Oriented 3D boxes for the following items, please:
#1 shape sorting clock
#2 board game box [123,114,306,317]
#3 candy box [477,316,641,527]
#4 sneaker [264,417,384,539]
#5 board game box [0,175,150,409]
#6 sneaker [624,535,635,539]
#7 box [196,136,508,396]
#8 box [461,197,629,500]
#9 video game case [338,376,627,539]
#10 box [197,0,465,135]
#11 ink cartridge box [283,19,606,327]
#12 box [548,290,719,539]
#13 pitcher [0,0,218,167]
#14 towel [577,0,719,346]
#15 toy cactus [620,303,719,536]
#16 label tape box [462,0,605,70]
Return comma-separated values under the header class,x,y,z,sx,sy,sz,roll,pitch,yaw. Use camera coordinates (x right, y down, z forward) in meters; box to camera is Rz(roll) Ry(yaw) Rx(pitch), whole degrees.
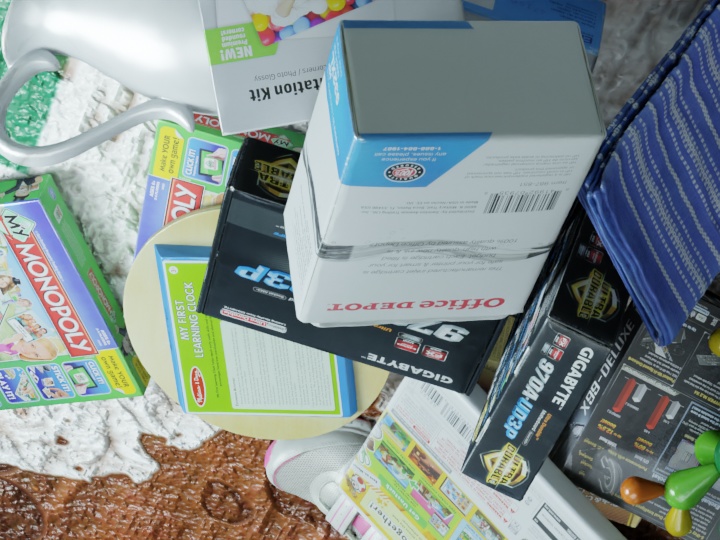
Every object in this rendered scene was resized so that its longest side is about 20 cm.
class,x,y,z,sx,sy,sz,roll,pitch,yaw
shape sorting clock,-0.072,0.038,1.638,0.198,0.039,0.201,5,125,6
board game box,-0.090,-0.025,1.632,0.133,0.029,0.201,15,135,0
candy box,0.132,0.103,1.674,0.199,0.056,0.116,19,134,-5
sneaker,0.019,0.181,1.757,0.199,0.089,0.082,19,135,-3
board game box,-0.253,0.020,1.709,0.134,0.029,0.201,-6,131,21
sneaker,0.156,0.193,1.743,0.199,0.083,0.077,14,164,-32
box,0.000,0.000,1.516,0.198,0.046,0.159,18,147,-2
box,0.135,0.024,1.486,0.046,0.201,0.159,25,134,0
video game case,0.084,0.174,1.634,0.200,0.023,0.182,46,140,14
box,-0.024,-0.191,1.351,0.155,0.041,0.202,-9,102,-1
ink cartridge box,0.043,-0.054,1.345,0.144,0.084,0.200,-2,149,-14
box,0.254,0.111,1.600,0.199,0.050,0.159,26,101,-10
pitcher,-0.130,-0.139,1.438,0.198,0.173,0.121,8,169,9
towel,0.210,-0.069,1.397,0.024,0.200,0.145,12,144,44
toy cactus,0.247,0.117,1.490,0.101,0.202,0.165,15,-179,-15
label tape box,0.057,-0.097,1.471,0.142,0.066,0.201,17,126,-3
